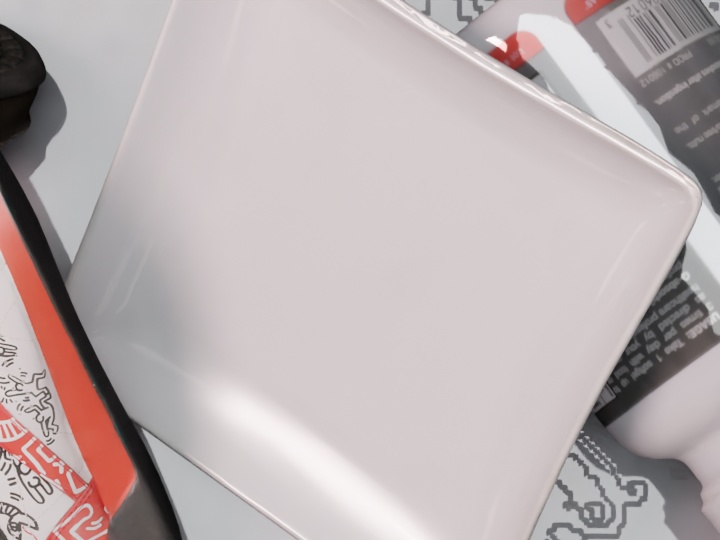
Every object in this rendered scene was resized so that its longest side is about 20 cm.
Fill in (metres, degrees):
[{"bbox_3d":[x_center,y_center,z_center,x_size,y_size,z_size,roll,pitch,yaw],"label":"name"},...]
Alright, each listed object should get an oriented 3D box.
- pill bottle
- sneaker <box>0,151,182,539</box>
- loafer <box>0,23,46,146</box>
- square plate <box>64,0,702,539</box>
[{"bbox_3d":[0.110,-0.007,0.933,0.116,0.116,0.200,-35,84,-4],"label":"pill bottle"},{"bbox_3d":[-0.148,0.036,0.928,0.108,0.067,0.201,-24,108,0],"label":"sneaker"},{"bbox_3d":[-0.206,-0.035,0.968,0.200,0.073,0.071,-19,126,-9],"label":"loafer"},{"bbox_3d":[0.000,0.000,0.916,0.198,0.028,0.200,34,120,18],"label":"square plate"}]
